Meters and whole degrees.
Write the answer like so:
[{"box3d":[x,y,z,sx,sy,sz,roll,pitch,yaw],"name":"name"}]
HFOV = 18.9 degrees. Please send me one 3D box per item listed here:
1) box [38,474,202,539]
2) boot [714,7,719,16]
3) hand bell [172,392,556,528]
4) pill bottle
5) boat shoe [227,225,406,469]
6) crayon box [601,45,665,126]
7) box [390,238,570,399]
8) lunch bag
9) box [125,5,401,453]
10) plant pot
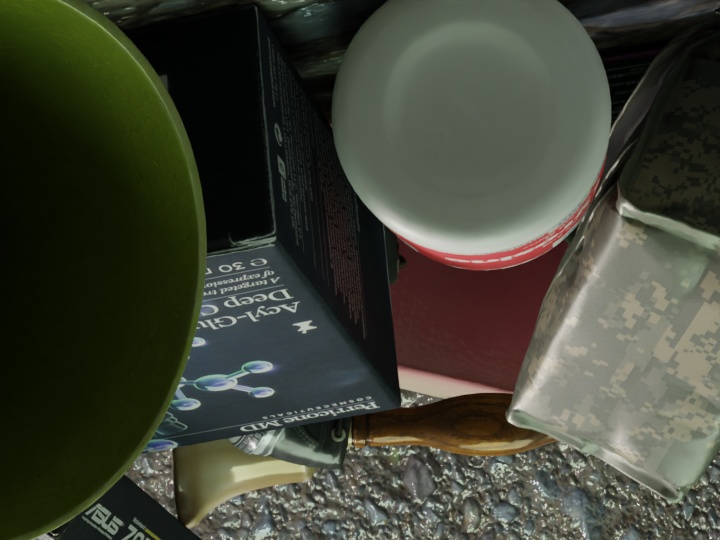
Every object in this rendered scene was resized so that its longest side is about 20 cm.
[{"box3d":[-0.176,0.089,1.049,0.200,0.049,0.161,28,165,27],"name":"box"},{"box3d":[0.263,-0.111,0.954,0.168,0.077,0.200,-16,166,29],"name":"boot"},{"box3d":[0.007,0.079,1.110,0.199,0.105,0.104,-1,176,0],"name":"hand bell"},{"box3d":[0.052,-0.058,0.941,0.112,0.113,0.200,-10,176,5],"name":"pill bottle"},{"box3d":[-0.011,0.004,1.063,0.056,0.201,0.069,22,159,-11],"name":"boat shoe"},{"box3d":[0.157,-0.083,1.216,0.199,0.059,0.173,-9,176,-1],"name":"crayon box"},{"box3d":[0.000,0.000,1.174,0.199,0.109,0.128,13,173,-8],"name":"box"},{"box3d":[0.163,-0.023,1.042,0.117,0.200,0.164,27,136,3],"name":"lunch bag"},{"box3d":[-0.080,-0.008,0.928,0.148,0.107,0.200,-11,156,12],"name":"box"},{"box3d":[-0.189,-0.009,0.764,0.200,0.188,0.187,6,-172,44],"name":"plant pot"}]
